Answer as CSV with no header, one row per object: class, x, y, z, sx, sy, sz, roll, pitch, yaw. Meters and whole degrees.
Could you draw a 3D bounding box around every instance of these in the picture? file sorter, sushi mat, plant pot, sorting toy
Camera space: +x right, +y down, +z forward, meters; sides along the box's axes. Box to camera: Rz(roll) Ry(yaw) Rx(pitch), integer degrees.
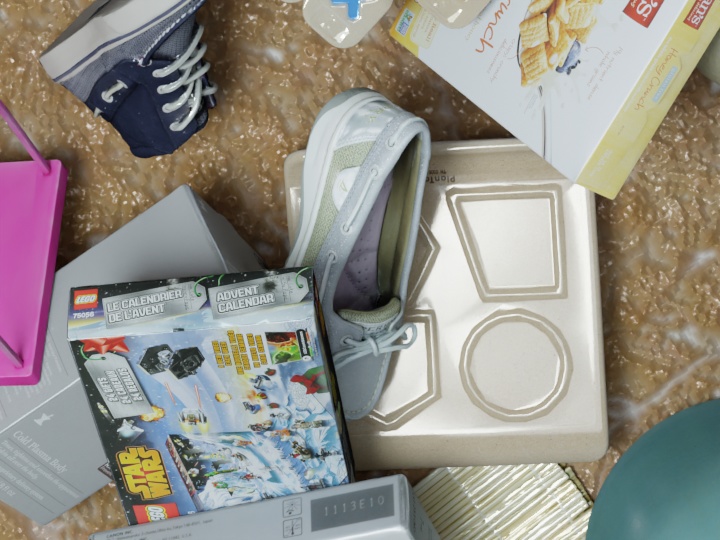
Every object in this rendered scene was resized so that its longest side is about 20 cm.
file sorter,-0.288,-0.020,1.674,0.199,0.126,0.140,-2,63,15
sushi mat,0.048,0.179,1.793,0.200,0.012,0.096,-39,95,10
plant pot,0.234,0.188,1.701,0.199,0.161,0.202,0,101,1
sorting toy,0.052,0.020,1.748,0.184,0.036,0.201,-3,102,9

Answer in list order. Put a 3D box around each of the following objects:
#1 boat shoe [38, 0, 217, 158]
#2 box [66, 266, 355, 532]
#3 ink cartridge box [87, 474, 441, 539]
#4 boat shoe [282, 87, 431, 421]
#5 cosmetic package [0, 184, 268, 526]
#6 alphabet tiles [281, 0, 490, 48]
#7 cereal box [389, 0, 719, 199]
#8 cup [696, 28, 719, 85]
boat shoe,-0.107,-0.124,1.669,0.093,0.200,0.075,46,67,-11
box,-0.080,0.076,1.656,0.136,0.040,0.200,-5,143,4
ink cartridge box,-0.040,0.201,1.753,0.199,0.044,0.174,-12,141,13
boat shoe,0.001,-0.001,1.679,0.065,0.074,0.203,28,117,43
cosmetic package,-0.145,0.051,1.724,0.199,0.107,0.090,-33,53,12
alphabet tiles,0.012,-0.228,1.616,0.200,0.015,0.196,39,103,-15
cereal box,0.112,-0.148,1.646,0.039,0.200,0.144,21,104,-41
cup,0.258,-0.164,1.641,0.143,0.200,0.201,-3,102,31
